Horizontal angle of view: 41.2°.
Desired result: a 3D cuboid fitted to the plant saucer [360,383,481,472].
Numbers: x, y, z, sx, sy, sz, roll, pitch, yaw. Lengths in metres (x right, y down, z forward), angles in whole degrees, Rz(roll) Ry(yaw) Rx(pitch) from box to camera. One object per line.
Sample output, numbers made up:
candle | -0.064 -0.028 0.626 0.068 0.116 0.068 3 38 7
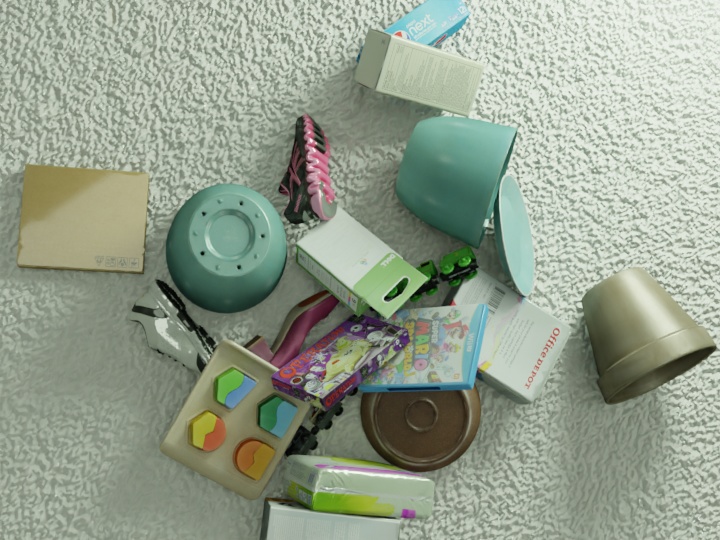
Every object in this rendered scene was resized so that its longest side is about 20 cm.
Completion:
plant saucer | 0.096 0.228 1.539 0.196 0.034 0.205 0 96 3

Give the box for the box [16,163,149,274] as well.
box | -0.441 -0.082 1.533 0.196 0.021 0.167 3 81 -9

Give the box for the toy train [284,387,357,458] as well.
toy train | -0.055 0.222 1.541 0.201 0.046 0.034 -53 130 -10

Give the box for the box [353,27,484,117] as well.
box | 0.098 -0.324 1.577 0.197 0.078 0.097 10 107 -34

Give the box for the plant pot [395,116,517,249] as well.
plant pot | 0.149 -0.157 1.559 0.158 0.201 0.204 19 79 9

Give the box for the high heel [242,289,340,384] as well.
high heel | -0.092 0.112 1.550 0.198 0.067 0.097 -34 104 -10

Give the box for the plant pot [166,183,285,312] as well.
plant pot | -0.206 -0.043 1.493 0.196 0.161 0.205 1 82 -10

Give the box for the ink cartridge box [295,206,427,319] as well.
ink cartridge box | 0.000 0.000 1.528 0.199 0.060 0.104 39 61 21

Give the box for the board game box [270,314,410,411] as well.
board game box | -0.029 0.137 1.488 0.199 0.119 0.033 -36 121 -36

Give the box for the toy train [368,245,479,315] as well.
toy train | 0.100 0.016 1.558 0.197 0.057 0.042 -23 124 15

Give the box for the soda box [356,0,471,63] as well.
soda box | 0.090 -0.400 1.644 0.199 0.068 0.065 -36 88 -12

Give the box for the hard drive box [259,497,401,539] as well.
hard drive box | -0.051 0.400 1.457 0.196 0.156 0.078 9 80 -8

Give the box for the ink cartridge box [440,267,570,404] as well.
ink cartridge box | 0.223 0.108 1.582 0.198 0.083 0.147 32 77 -3

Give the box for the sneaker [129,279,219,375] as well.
sneaker | -0.284 0.114 1.514 0.080 0.074 0.201 -40 86 4

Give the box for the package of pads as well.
package of pads | -0.007 0.328 1.462 0.197 0.154 0.070 11 83 -23

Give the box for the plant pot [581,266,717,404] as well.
plant pot | 0.455 0.097 1.581 0.197 0.201 0.176 -20 69 -11

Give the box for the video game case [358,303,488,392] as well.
video game case | 0.098 0.122 1.504 0.018 0.197 0.145 50 46 -42

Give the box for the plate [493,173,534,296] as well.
plate | 0.248 -0.056 1.573 0.025 0.199 0.204 -10 82 24

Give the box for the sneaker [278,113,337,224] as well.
sneaker | -0.098 -0.164 1.570 0.094 0.079 0.203 -20 59 24

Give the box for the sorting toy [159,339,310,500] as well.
sorting toy | -0.186 0.235 1.482 0.184 0.036 0.202 33 86 -21
